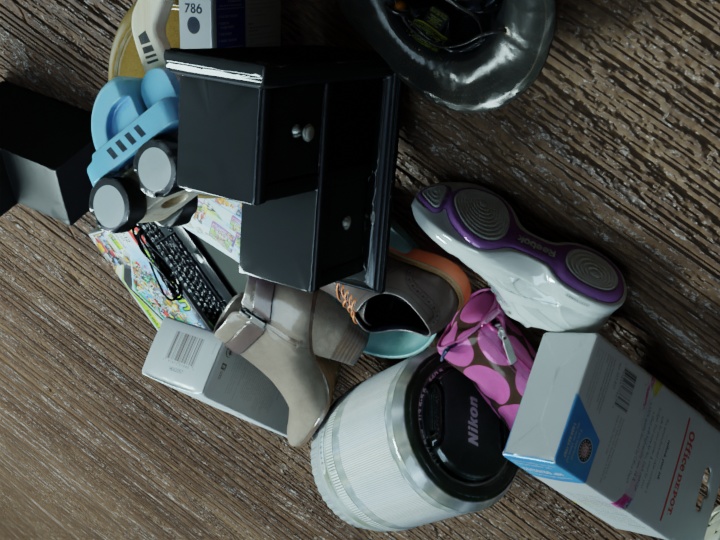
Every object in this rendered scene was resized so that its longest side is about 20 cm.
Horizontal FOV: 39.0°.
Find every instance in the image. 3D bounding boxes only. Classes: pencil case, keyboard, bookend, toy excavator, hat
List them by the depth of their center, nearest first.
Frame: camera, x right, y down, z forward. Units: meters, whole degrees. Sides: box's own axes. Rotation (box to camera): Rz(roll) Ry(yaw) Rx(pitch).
[{"bbox_3d":[0.072,-0.214,0.712,0.199,0.081,0.202,31,148,21],"label":"hat"},{"bbox_3d":[-0.058,-0.069,0.799,0.091,0.199,0.203,14,107,29],"label":"bookend"},{"bbox_3d":[-0.177,-0.159,0.883,0.193,0.099,0.203,-30,82,30],"label":"toy excavator"},{"bbox_3d":[0.159,0.113,0.950,0.200,0.091,0.093,46,152,-11],"label":"pencil case"},{"bbox_3d":[-0.200,0.000,1.104,0.202,0.040,0.104,56,150,-9],"label":"keyboard"},{"bbox_3d":[-0.383,-0.097,1.115,0.197,0.199,0.093,20,137,22],"label":"bookend"}]

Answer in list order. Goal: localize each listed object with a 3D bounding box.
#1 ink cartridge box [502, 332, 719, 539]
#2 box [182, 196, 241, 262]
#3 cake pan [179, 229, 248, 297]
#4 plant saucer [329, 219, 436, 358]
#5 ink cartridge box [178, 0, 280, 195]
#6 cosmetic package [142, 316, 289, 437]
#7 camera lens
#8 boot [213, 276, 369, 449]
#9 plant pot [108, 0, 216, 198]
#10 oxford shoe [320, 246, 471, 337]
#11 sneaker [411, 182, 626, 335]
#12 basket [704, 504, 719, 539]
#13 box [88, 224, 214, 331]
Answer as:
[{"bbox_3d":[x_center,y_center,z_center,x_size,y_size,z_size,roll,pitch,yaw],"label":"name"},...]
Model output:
[{"bbox_3d":[0.225,0.152,0.877,0.199,0.117,0.067,35,159,-27],"label":"ink cartridge box"},{"bbox_3d":[-0.142,-0.104,0.983,0.198,0.039,0.139,32,117,17],"label":"box"},{"bbox_3d":[-0.159,-0.015,1.109,0.199,0.037,0.202,35,148,26],"label":"cake pan"},{"bbox_3d":[0.000,0.000,1.019,0.197,0.036,0.202,23,138,22],"label":"plant saucer"},{"bbox_3d":[-0.104,-0.170,0.831,0.039,0.099,0.204,12,110,27],"label":"ink cartridge box"},{"bbox_3d":[-0.146,0.126,1.166,0.100,0.075,0.200,14,164,34],"label":"cosmetic package"},{"bbox_3d":[0.056,0.177,1.042,0.160,0.160,0.199,46,142,-9],"label":"camera lens"},{"bbox_3d":[-0.085,0.089,1.060,0.144,0.071,0.202,24,120,-10],"label":"boot"},{"bbox_3d":[-0.159,-0.164,0.934,0.196,0.027,0.204,9,110,26],"label":"plant pot"},{"bbox_3d":[0.001,0.011,0.939,0.197,0.073,0.072,12,135,34],"label":"oxford shoe"},{"bbox_3d":[0.125,0.000,0.878,0.198,0.075,0.100,32,141,11],"label":"sneaker"},{"bbox_3d":[0.389,0.296,0.891,0.200,0.139,0.177,47,142,7],"label":"basket"},{"bbox_3d":[-0.236,0.019,1.240,0.109,0.035,0.202,-9,121,45],"label":"box"}]
